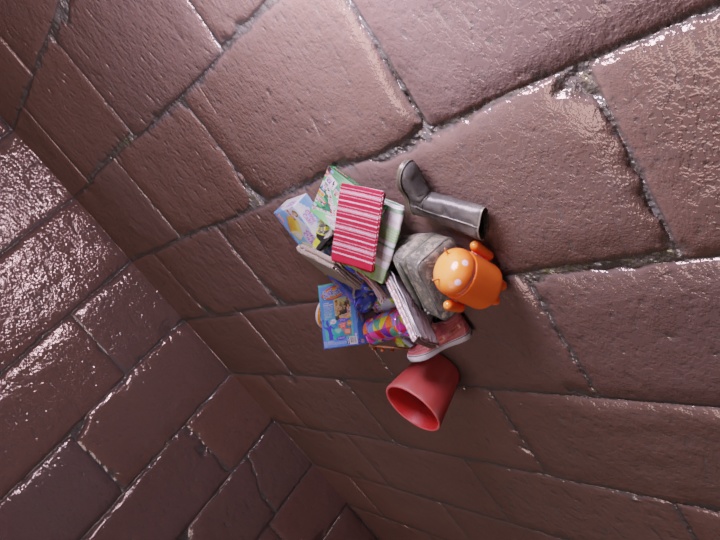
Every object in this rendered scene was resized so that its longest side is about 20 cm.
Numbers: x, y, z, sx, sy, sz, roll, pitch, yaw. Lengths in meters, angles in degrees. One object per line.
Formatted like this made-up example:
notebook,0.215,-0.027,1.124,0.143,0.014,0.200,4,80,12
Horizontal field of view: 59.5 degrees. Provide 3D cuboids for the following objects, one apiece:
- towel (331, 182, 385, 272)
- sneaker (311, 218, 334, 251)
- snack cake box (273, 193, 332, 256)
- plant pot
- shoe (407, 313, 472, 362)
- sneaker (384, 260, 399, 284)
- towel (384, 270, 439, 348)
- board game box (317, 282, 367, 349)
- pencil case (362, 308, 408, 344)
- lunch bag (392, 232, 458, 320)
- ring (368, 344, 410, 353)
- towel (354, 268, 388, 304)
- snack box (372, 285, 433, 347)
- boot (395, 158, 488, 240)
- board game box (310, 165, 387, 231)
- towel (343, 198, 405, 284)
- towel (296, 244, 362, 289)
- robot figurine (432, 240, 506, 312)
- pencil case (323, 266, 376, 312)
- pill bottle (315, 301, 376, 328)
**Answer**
towel,-0.007,-0.105,1.549,0.143,0.022,0.203,16,103,38
sneaker,-0.085,-0.130,1.744,0.076,0.075,0.201,46,128,11
snack cake box,-0.150,-0.120,1.855,0.114,0.067,0.201,-6,126,54
plant pot,0.205,0.362,1.950,0.199,0.178,0.202,29,148,20
shoe,0.204,0.176,1.747,0.198,0.072,0.092,-26,110,17
sneaker,0.051,-0.045,1.719,0.200,0.079,0.095,44,139,-6
towel,0.134,0.103,1.640,0.202,0.032,0.191,67,-165,20
board game box,-0.057,0.135,1.950,0.151,0.045,0.203,-12,80,40
pencil case,0.085,0.161,1.793,0.089,0.089,0.199,48,151,-12
lunch bag,0.171,0.009,1.580,0.167,0.139,0.201,27,151,58
ring,0.123,0.243,1.927,0.197,0.020,0.200,6,173,1
towel,0.000,0.000,1.757,0.147,0.030,0.200,49,-177,-32
snack box,0.131,0.136,1.855,0.168,0.068,0.201,-2,130,52
boot,0.184,-0.156,1.402,0.199,0.073,0.182,30,163,34
board game box,-0.033,-0.157,1.596,0.200,0.029,0.136,40,119,28
towel,0.029,-0.086,1.585,0.148,0.030,0.203,27,108,39
towel,-0.084,-0.012,1.724,0.199,0.035,0.132,25,167,49
robot figurine,0.249,0.021,1.460,0.198,0.118,0.144,24,131,-33
pencil case,-0.033,0.037,1.846,0.086,0.078,0.200,19,-157,-51
pill bottle,-0.042,0.156,2.040,0.198,0.117,0.117,15,141,40
